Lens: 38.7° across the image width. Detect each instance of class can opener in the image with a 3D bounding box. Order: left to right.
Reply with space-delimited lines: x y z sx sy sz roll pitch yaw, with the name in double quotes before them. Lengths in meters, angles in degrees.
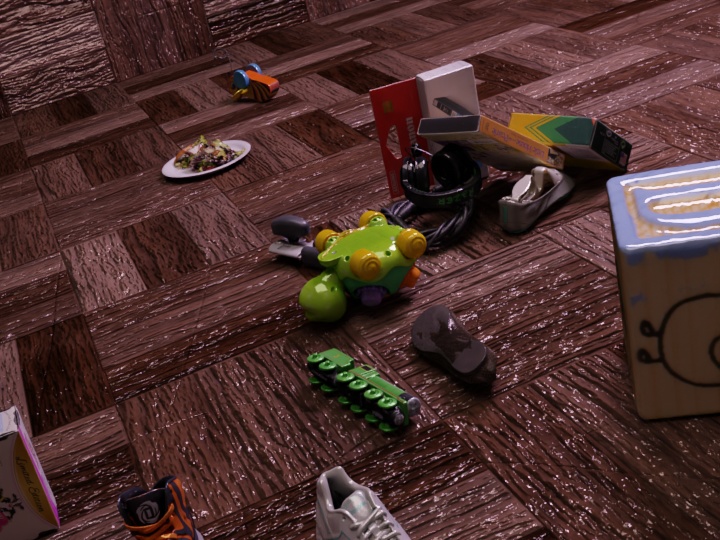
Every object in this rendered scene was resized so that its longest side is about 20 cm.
"can opener" -0.071 -0.043 1.601 0.198 0.068 0.053 11 35 43

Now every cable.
"cable" 0.104 -0.088 1.623 0.161 0.051 0.201 -9 26 11

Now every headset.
"headset" 0.119 -0.147 1.637 0.122 0.095 0.201 -17 35 -9

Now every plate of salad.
"plate of salad" -0.333 -0.249 2.199 0.197 0.049 0.201 -11 24 5

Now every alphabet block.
"alphabet block" 0.370 0.014 1.088 0.192 0.202 0.197 -8 25 15

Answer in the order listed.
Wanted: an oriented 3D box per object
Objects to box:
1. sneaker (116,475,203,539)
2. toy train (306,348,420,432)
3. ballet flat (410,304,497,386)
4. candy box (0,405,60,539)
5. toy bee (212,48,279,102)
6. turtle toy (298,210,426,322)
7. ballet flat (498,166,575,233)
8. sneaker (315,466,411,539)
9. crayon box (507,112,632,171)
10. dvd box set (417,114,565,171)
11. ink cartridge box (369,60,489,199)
"sneaker" -0.196 0.269 0.958 0.076 0.113 0.200 -15 25 -1
"toy train" 0.002 0.138 1.219 0.056 0.042 0.199 -16 22 -30
"ballet flat" 0.117 0.094 1.251 0.068 0.046 0.200 -50 24 -2
"candy box" -0.442 0.250 1.102 0.198 0.138 0.061 -22 27 -15
"toy bee" -0.288 -0.475 2.612 0.129 0.110 0.200 -17 48 -27
"turtle toy" 0.000 0.000 1.432 0.198 0.102 0.145 -25 27 -21
"ballet flat" 0.277 -0.126 1.594 0.067 0.064 0.200 6 31 37
"sneaker" 0.009 0.250 0.931 0.070 0.081 0.200 -24 28 -25
"crayon box" 0.328 -0.212 1.685 0.198 0.052 0.126 12 -5 43
"dvd box set" 0.210 -0.201 1.640 0.198 0.030 0.146 17 -6 -36
"ink cartridge box" 0.119 -0.231 1.734 0.174 0.202 0.045 -19 26 -12
